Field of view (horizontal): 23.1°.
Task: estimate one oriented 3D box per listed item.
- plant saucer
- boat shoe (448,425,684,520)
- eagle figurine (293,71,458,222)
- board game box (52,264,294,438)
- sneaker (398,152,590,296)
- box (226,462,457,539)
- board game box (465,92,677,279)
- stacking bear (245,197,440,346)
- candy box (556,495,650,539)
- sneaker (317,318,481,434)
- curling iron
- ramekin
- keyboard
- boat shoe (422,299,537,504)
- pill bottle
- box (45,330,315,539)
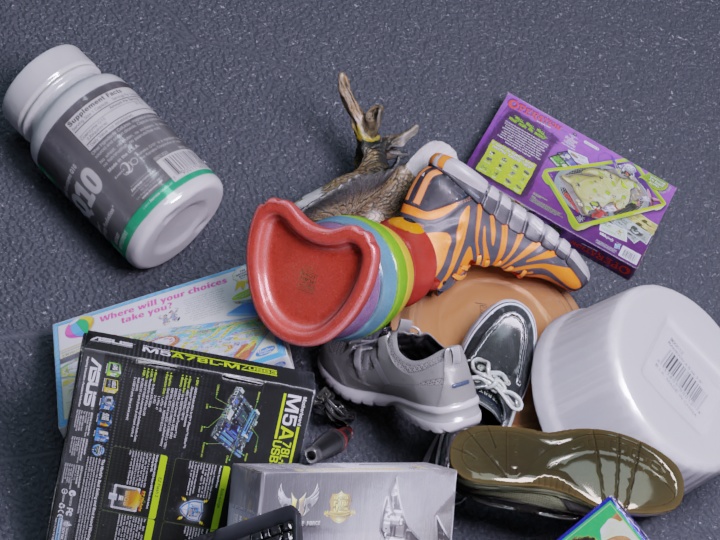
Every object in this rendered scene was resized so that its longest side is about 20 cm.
[{"bbox_3d":[0.124,0.064,1.660,0.199,0.032,0.201,7,57,-11],"label":"plant saucer"},{"bbox_3d":[0.172,0.176,1.500,0.200,0.066,0.072,8,62,-2],"label":"boat shoe"},{"bbox_3d":[-0.008,-0.056,1.643,0.151,0.151,0.201,34,42,-19],"label":"eagle figurine"},{"bbox_3d":[-0.161,0.070,1.506,0.199,0.034,0.135,-17,40,2],"label":"board game box"},{"bbox_3d":[0.115,-0.013,1.649,0.200,0.078,0.112,34,86,-17],"label":"sneaker"},{"bbox_3d":[-0.016,0.236,1.421,0.199,0.048,0.159,5,91,-37],"label":"box"},{"bbox_3d":[0.209,-0.086,1.777,0.199,0.032,0.120,30,60,4],"label":"board game box"},{"bbox_3d":[0.000,0.000,1.513,0.121,0.114,0.200,21,14,26],"label":"stacking bear"},{"bbox_3d":[0.155,0.280,1.408,0.200,0.169,0.077,-41,69,0],"label":"candy box"},{"bbox_3d":[0.036,0.077,1.548,0.074,0.082,0.200,-14,19,-37],"label":"sneaker"},{"bbox_3d":[-0.031,0.139,1.498,0.026,0.200,0.050,-44,91,10],"label":"curling iron"},{"bbox_3d":[0.258,0.111,1.584,0.200,0.098,0.201,20,54,-30],"label":"ramekin"},{"bbox_3d":[-0.114,0.261,1.344,0.021,0.200,0.128,17,58,-43],"label":"keyboard"},{"bbox_3d":[0.109,0.113,1.569,0.073,0.068,0.200,30,74,-2],"label":"boat shoe"},{"bbox_3d":[-0.230,-0.107,1.621,0.113,0.113,0.200,-36,73,-30],"label":"pill bottle"},{"bbox_3d":[-0.149,0.163,1.436,0.192,0.201,0.048,9,17,-9],"label":"box"}]
